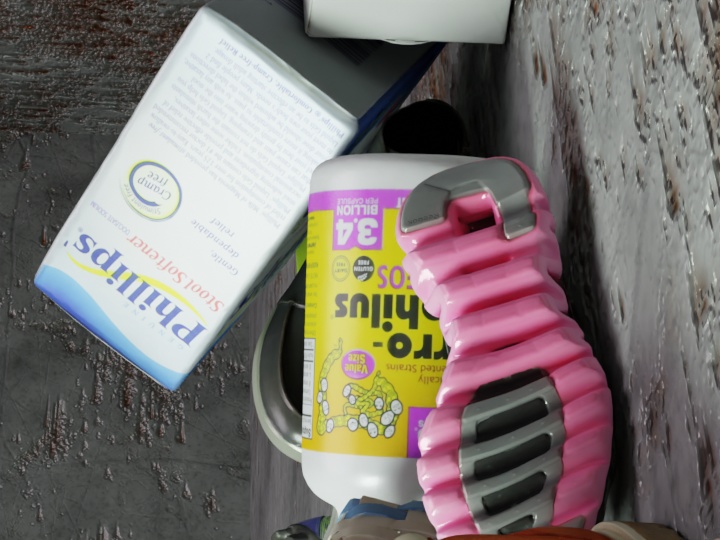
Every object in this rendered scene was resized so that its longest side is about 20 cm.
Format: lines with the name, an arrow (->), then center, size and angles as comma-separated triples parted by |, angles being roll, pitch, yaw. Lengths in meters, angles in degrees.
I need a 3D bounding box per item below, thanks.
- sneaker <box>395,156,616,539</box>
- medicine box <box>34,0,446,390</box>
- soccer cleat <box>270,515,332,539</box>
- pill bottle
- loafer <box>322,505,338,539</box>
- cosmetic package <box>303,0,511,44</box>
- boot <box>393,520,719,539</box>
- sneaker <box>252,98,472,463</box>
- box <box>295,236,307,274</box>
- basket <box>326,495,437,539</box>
sneaker -> 0.065, 0.052, 0.703 | 0.096, 0.078, 0.201 | 66, -163, -49
medicine box -> -0.063, -0.065, 0.972 | 0.201, 0.103, 0.182 | -53, -1, 29
soccer cleat -> 0.016, 0.184, 1.041 | 0.200, 0.083, 0.065 | 8, 98, 63
pill bottle -> 0.024, 0.049, 0.832 | 0.104, 0.103, 0.202 | 160, 111, -83
loafer -> 0.019, 0.112, 0.938 | 0.069, 0.070, 0.202 | -27, 44, 36
cosmetic package -> 0.030, -0.217, 0.854 | 0.085, 0.106, 0.201 | -97, 12, -51
boot -> 0.059, 0.112, 0.516 | 0.200, 0.106, 0.076 | 151, 122, -81
sneaker -> 0.000, 0.000, 0.916 | 0.107, 0.074, 0.201 | 116, 173, -48
box -> -0.001, 0.043, 1.099 | 0.201, 0.047, 0.122 | -94, -16, -48
basket -> 0.015, 0.206, 0.707 | 0.201, 0.138, 0.178 | -81, -2, -59
